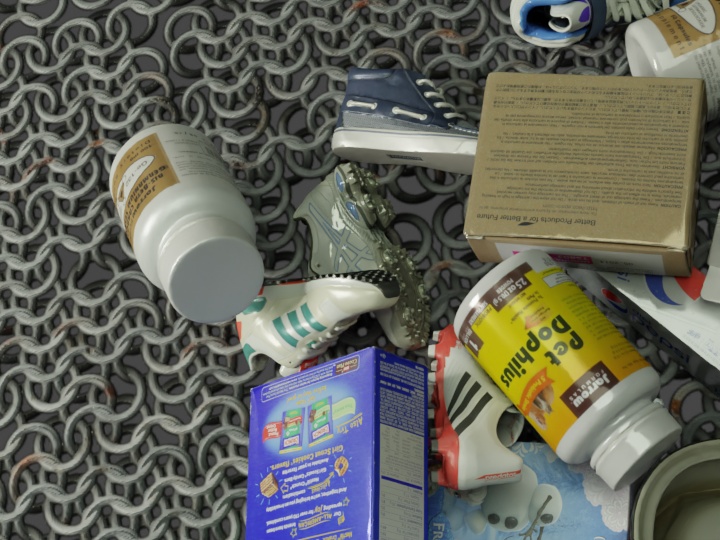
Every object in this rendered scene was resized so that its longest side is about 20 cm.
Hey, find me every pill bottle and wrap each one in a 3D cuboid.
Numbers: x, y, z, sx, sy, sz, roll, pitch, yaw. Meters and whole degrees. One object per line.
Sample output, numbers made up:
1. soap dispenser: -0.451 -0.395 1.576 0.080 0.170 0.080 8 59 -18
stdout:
1. pill bottle: 0.362 -0.216 1.357 0.198 0.115 0.115 -22 66 1
2. pill bottle: 0.177 0.086 1.214 0.109 0.109 0.200 -38 68 -6
3. pill bottle: -0.160 -0.043 1.336 0.114 0.115 0.200 -30 39 -2

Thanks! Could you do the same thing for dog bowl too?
1. dog bowl: 0.311 0.243 1.174 0.198 0.074 0.202 3 55 -4

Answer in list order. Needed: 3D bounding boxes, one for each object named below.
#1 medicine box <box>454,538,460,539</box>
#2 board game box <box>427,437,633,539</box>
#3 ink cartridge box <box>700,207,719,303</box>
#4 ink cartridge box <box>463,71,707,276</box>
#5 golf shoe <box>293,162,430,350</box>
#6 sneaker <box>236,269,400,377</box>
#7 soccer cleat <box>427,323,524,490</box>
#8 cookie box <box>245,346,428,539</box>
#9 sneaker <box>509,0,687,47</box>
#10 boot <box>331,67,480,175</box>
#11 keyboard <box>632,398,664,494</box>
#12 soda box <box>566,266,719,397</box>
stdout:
1. medicine box: 0.121 0.346 1.128 0.198 0.103 0.184 23 108 14
2. board game box: 0.134 0.249 1.239 0.197 0.043 0.202 1 67 15
3. ink cartridge box: 0.381 -0.051 1.273 0.115 0.068 0.201 15 49 15
4. ink cartridge box: 0.204 -0.087 1.279 0.198 0.075 0.167 5 72 18
5. golf shoe: 0.000 0.000 1.373 0.097 0.078 0.201 -32 62 21
6. sneaker: -0.038 0.052 1.318 0.198 0.070 0.095 -7 89 40
7. soccer cleat: 0.101 0.119 1.265 0.084 0.069 0.201 2 33 0
8. cookie box: -0.022 0.188 1.241 0.170 0.075 0.202 -21 58 43
9. sneaker: 0.243 -0.256 1.377 0.198 0.081 0.147 2 31 22
10. boot: 0.071 -0.150 1.404 0.198 0.073 0.091 8 78 14
11. keyboard: 0.213 0.198 1.274 0.056 0.011 0.202 20 73 12
12. soda box: 0.279 0.028 1.298 0.063 0.068 0.200 -45 67 -9
